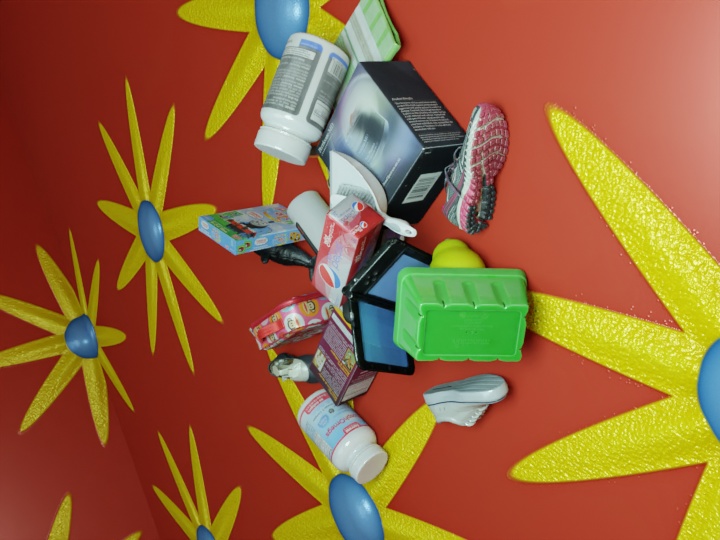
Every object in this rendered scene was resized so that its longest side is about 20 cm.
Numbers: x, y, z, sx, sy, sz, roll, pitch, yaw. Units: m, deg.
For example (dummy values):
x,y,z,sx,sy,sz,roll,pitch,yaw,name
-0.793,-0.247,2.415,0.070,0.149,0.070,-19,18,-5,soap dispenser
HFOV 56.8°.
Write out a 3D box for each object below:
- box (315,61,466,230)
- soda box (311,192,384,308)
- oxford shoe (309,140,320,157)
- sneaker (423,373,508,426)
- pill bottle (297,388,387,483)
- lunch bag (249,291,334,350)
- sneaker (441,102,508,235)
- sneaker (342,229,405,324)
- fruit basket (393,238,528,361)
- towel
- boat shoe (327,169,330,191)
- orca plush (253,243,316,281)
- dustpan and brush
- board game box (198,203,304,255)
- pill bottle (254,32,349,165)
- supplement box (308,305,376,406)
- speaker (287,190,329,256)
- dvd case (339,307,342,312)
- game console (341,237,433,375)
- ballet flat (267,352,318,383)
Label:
x,y,z,sx,sy,sz,roll,pitch,yaw,name
0.047,-0.205,1.107,0.199,0.123,0.200,58,138,23,box
-0.024,-0.026,1.060,0.070,0.063,0.200,40,148,16,soda box
-0.098,-0.322,1.271,0.071,0.073,0.201,2,120,6,oxford shoe
0.186,0.223,1.126,0.071,0.073,0.200,64,151,0,sneaker
-0.037,0.349,1.402,0.200,0.109,0.109,38,129,37,pill bottle
-0.140,0.109,1.395,0.200,0.176,0.082,-33,76,50,lunch bag
0.164,-0.155,1.010,0.075,0.080,0.201,36,128,41,sneaker
0.000,0.000,1.178,0.076,0.087,0.201,27,100,33,sneaker
0.152,0.045,1.035,0.215,0.215,0.156,24,119,45,fruit basket
-0.001,-0.371,1.169,0.200,0.031,0.150,-45,55,46,towel
-0.016,-0.142,1.229,0.200,0.074,0.067,-109,21,-45,boat shoe
-0.184,-0.025,1.474,0.200,0.071,0.105,33,147,22,orca plush
0.014,-0.096,1.038,0.200,0.057,0.140,22,127,29,dustpan and brush
-0.216,-0.091,1.405,0.151,0.200,0.037,29,122,42,board game box
-0.104,-0.292,1.149,0.114,0.114,0.201,19,88,47,pill bottle
-0.018,0.161,1.334,0.110,0.085,0.200,49,135,29,supplement box
-0.064,-0.066,1.324,0.200,0.081,0.081,53,137,25,speaker
0.048,0.061,1.211,0.150,0.025,0.200,-46,61,11,dvd case
0.069,0.063,1.065,0.176,0.200,0.116,-48,61,13,game console
-0.150,0.230,1.536,0.200,0.073,0.073,-1,101,51,ballet flat
